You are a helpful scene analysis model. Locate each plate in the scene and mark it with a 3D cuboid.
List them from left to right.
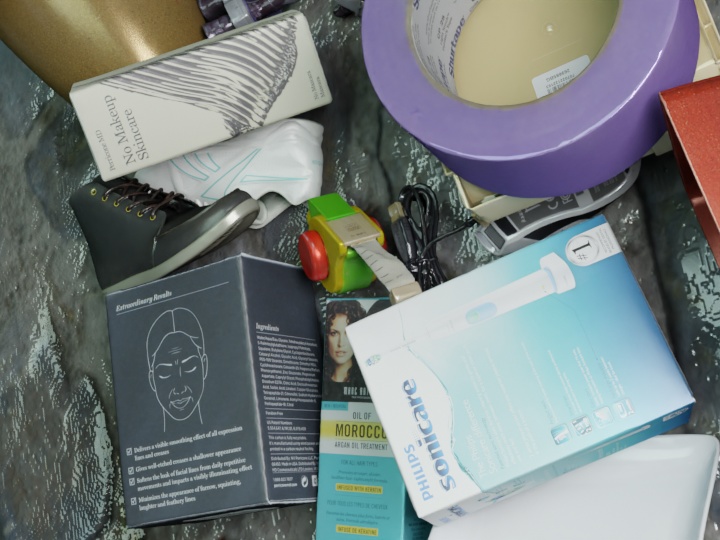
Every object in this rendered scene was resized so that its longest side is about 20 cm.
[{"bbox_3d":[0.137,0.196,0.783,0.199,0.032,0.200,-7,38,31],"label":"plate"}]

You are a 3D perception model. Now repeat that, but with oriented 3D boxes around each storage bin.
[{"bbox_3d":[0.145,-0.154,0.810,0.200,0.094,0.199,-21,70,18],"label":"storage bin"}]

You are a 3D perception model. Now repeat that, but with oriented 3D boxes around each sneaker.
[{"bbox_3d":[-0.179,-0.049,0.985,0.200,0.075,0.106,-25,94,37],"label":"sneaker"},{"bbox_3d":[-0.121,-0.075,1.014,0.200,0.070,0.080,-12,79,29],"label":"sneaker"}]

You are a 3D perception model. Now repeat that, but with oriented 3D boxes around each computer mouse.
[{"bbox_3d":[0.120,-0.046,0.870,0.200,0.044,0.110,-25,67,17],"label":"computer mouse"}]

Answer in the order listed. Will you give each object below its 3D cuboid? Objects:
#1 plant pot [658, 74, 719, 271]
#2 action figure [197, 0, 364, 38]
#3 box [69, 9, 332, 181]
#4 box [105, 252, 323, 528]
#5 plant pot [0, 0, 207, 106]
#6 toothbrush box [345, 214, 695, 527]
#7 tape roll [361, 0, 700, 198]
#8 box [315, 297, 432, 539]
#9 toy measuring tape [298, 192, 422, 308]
[{"bbox_3d":[0.306,-0.024,0.685,0.176,0.200,0.200,-22,71,14],"label":"plant pot"},{"bbox_3d":[-0.051,-0.267,1.006,0.200,0.069,0.130,-30,61,20],"label":"action figure"},{"bbox_3d":[-0.131,-0.146,0.948,0.200,0.068,0.082,-21,108,-5],"label":"box"},{"bbox_3d":[-0.117,0.104,0.961,0.148,0.107,0.200,-15,76,29],"label":"box"},{"bbox_3d":[-0.214,-0.205,1.041,0.186,0.186,0.200,-39,81,20],"label":"plant pot"},{"bbox_3d":[0.110,0.073,0.807,0.200,0.085,0.147,-24,69,4],"label":"toothbrush box"},{"bbox_3d":[0.107,-0.152,0.727,0.200,0.085,0.200,-6,74,23],"label":"tape roll"},{"bbox_3d":[0.014,0.122,0.912,0.082,0.049,0.200,-3,81,31],"label":"box"},{"bbox_3d":[0.000,0.000,0.908,0.074,0.074,0.200,-58,33,11],"label":"toy measuring tape"}]
